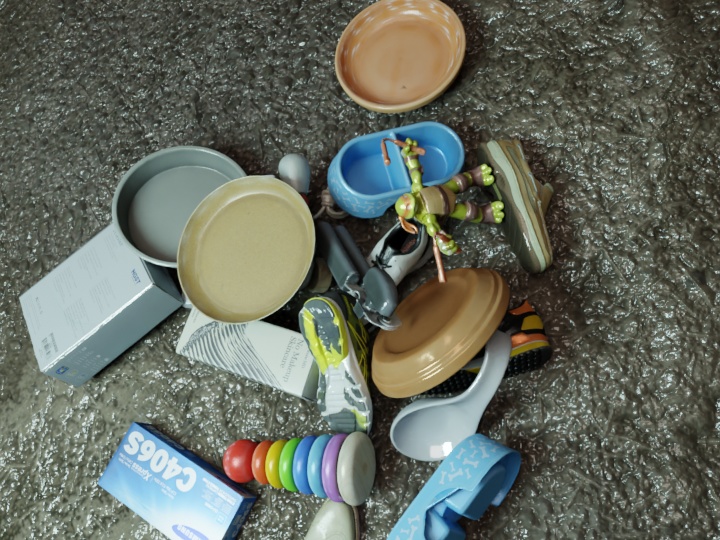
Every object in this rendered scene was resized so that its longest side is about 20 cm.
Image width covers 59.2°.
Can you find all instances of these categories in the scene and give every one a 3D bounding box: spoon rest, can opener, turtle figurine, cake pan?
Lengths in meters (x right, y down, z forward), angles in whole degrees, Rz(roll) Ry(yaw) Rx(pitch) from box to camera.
[{"bbox_3d":[0.108,0.156,0.738,0.099,0.061,0.201,23,117,-14],"label":"spoon rest"},{"bbox_3d":[0.000,0.000,0.795,0.067,0.052,0.200,-60,41,22],"label":"can opener"},{"bbox_3d":[0.105,-0.078,0.800,0.161,0.064,0.201,-9,67,-32],"label":"turtle figurine"},{"bbox_3d":[-0.252,-0.088,0.915,0.199,0.037,0.201,2,64,-5],"label":"cake pan"}]

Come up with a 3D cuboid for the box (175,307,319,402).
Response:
[{"bbox_3d":[-0.143,0.109,0.863,0.199,0.068,0.083,14,76,20],"label":"box"}]

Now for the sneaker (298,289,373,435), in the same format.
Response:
[{"bbox_3d":[-0.012,0.117,0.799,0.074,0.085,0.201,-1,110,31],"label":"sneaker"}]

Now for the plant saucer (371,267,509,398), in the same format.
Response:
[{"bbox_3d":[0.085,0.064,0.757,0.200,0.200,0.037,-44,106,-2],"label":"plant saucer"}]

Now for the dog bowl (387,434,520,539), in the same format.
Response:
[{"bbox_3d":[0.101,0.272,0.715,0.050,0.111,0.200,35,84,37],"label":"dog bowl"}]

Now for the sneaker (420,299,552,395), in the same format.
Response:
[{"bbox_3d":[0.133,0.094,0.800,0.199,0.070,0.090,-15,56,9],"label":"sneaker"}]

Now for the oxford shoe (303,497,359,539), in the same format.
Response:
[{"bbox_3d":[-0.053,0.367,0.748,0.070,0.074,0.201,12,75,19],"label":"oxford shoe"}]

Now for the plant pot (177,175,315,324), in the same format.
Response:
[{"bbox_3d":[-0.147,-0.026,0.828,0.199,0.027,0.201,-5,73,17],"label":"plant pot"}]

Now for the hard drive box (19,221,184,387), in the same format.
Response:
[{"bbox_3d":[-0.384,0.044,0.934,0.200,0.077,0.156,-38,56,1],"label":"hard drive box"}]

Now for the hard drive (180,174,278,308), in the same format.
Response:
[{"bbox_3d":[-0.195,-0.044,0.952,0.131,0.027,0.201,-2,71,15],"label":"hard drive"}]

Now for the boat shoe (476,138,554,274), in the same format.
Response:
[{"bbox_3d":[0.222,-0.094,0.836,0.076,0.072,0.201,-14,69,-6],"label":"boat shoe"}]

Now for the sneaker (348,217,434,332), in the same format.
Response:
[{"bbox_3d":[0.024,0.003,0.848,0.074,0.080,0.200,35,85,21],"label":"sneaker"}]

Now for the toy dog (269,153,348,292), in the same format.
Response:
[{"bbox_3d":[-0.099,-0.051,0.895,0.096,0.132,0.201,-11,58,53],"label":"toy dog"}]

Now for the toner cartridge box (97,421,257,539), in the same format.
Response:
[{"bbox_3d":[-0.245,0.292,0.843,0.199,0.043,0.095,25,81,21],"label":"toner cartridge box"}]

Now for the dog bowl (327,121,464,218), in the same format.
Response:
[{"bbox_3d":[0.053,-0.144,0.873,0.199,0.050,0.112,-14,77,-9],"label":"dog bowl"}]

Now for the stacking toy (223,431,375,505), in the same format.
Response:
[{"bbox_3d":[-0.086,0.241,0.795,0.199,0.085,0.086,-3,71,22],"label":"stacking toy"}]

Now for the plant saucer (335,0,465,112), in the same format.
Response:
[{"bbox_3d":[0.061,-0.325,0.963,0.199,0.037,0.201,-4,72,14],"label":"plant saucer"}]
